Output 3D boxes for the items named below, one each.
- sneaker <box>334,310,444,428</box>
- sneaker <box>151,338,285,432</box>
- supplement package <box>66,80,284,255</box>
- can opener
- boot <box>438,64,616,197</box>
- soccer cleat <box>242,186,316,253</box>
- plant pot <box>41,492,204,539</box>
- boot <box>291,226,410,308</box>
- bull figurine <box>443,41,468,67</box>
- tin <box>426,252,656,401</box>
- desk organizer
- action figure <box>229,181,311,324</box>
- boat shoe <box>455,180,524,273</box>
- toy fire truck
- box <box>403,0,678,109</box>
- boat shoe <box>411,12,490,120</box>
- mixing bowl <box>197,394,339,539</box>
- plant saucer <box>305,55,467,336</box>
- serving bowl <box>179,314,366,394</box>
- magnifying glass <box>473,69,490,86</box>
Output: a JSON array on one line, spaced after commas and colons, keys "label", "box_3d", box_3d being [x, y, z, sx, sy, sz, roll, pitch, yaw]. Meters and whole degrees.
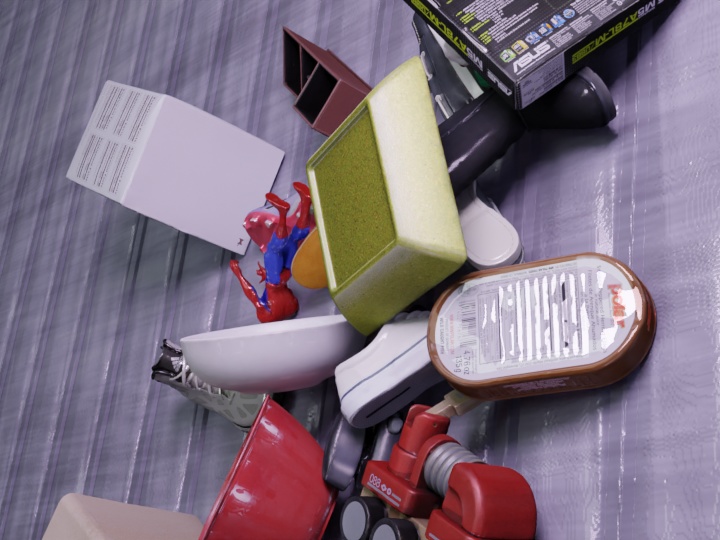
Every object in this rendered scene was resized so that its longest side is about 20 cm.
[{"label": "sneaker", "box_3d": [0.057, 0.067, 1.168, 0.199, 0.073, 0.071, -32, 58, 10]}, {"label": "sneaker", "box_3d": [-0.178, 0.133, 1.449, 0.200, 0.115, 0.076, 4, 74, 54]}, {"label": "supplement package", "box_3d": [-0.242, -0.137, 1.625, 0.199, 0.190, 0.148, 22, 89, 55]}, {"label": "can opener", "box_3d": [0.029, 0.126, 1.224, 0.063, 0.078, 0.202, -11, 52, 59]}, {"label": "boot", "box_3d": [0.121, -0.116, 1.162, 0.199, 0.066, 0.165, -36, 23, -9]}, {"label": "soccer cleat", "box_3d": [-0.069, -0.067, 1.479, 0.076, 0.067, 0.199, -45, 16, -30]}, {"label": "plant pot", "box_3d": [-0.240, 0.383, 1.336, 0.177, 0.199, 0.202, 30, 95, 45]}, {"label": "boot", "box_3d": [0.001, 0.000, 1.314, 0.200, 0.071, 0.145, -34, 35, 27]}, {"label": "bull figurine", "box_3d": [0.131, -0.264, 1.246, 0.120, 0.066, 0.201, -21, 26, 8]}, {"label": "tin", "box_3d": [0.150, 0.048, 1.062, 0.198, 0.042, 0.113, -11, 67, 24]}, {"label": "desk organizer", "box_3d": [-0.048, -0.221, 1.513, 0.072, 0.077, 0.200, -57, 35, 13]}, {"label": "action figure", "box_3d": [-0.108, -0.017, 1.430, 0.099, 0.065, 0.202, 36, 133, 34]}, {"label": "boat shoe", "box_3d": [0.102, -0.046, 1.217, 0.072, 0.062, 0.200, -33, 41, -2]}, {"label": "toy fire truck", "box_3d": [0.094, 0.171, 1.078, 0.176, 0.128, 0.202, 25, 101, 55]}, {"label": "box", "box_3d": [0.161, -0.268, 1.150, 0.199, 0.048, 0.193, -35, 58, -11]}, {"label": "boat shoe", "box_3d": [0.089, -0.212, 1.326, 0.060, 0.075, 0.201, -44, 39, 20]}, {"label": "mixing bowl", "box_3d": [-0.089, 0.237, 1.243, 0.200, 0.108, 0.202, -155, 90, -88]}, {"label": "plant saucer", "box_3d": [0.009, -0.064, 1.149, 0.200, 0.047, 0.202, -40, 56, 55]}, {"label": "serving bowl", "box_3d": [-0.087, 0.090, 1.305, 0.199, 0.199, 0.067, -5, 92, 52]}, {"label": "magnifying glass", "box_3d": [0.138, -0.221, 1.252, 0.079, 0.023, 0.200, -31, 17, 2]}]
